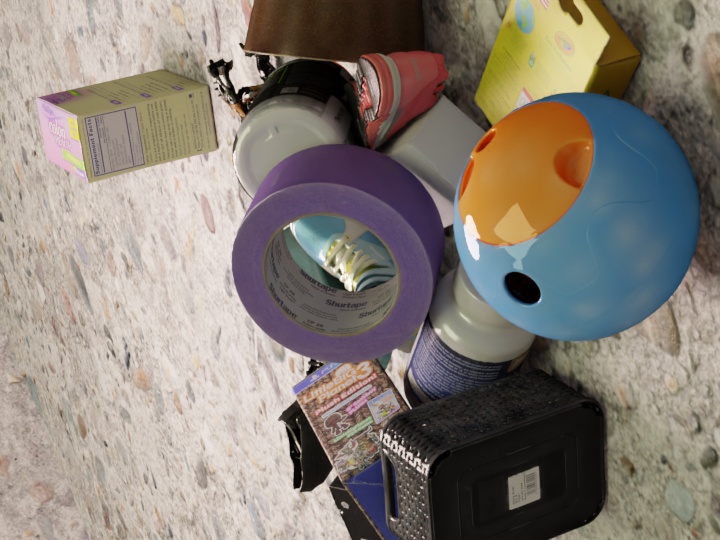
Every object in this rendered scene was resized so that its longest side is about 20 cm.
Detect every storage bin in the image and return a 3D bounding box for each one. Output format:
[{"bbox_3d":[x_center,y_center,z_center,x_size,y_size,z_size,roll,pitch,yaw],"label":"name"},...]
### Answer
[{"bbox_3d":[0.129,0.192,1.527,0.094,0.199,0.136,32,132,56],"label":"storage bin"}]

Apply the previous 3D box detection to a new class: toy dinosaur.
[{"bbox_3d":[-0.129,-0.208,1.965,0.199,0.102,0.136,-5,118,43],"label":"toy dinosaur"}]

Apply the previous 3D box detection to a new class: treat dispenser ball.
[{"bbox_3d":[0.175,-0.044,1.293,0.201,0.200,0.202,42,140,48],"label":"treat dispenser ball"}]

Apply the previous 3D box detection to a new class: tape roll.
[{"bbox_3d":[-0.021,-0.015,1.545,0.085,0.199,0.201,-71,-15,-57],"label":"tape roll"}]

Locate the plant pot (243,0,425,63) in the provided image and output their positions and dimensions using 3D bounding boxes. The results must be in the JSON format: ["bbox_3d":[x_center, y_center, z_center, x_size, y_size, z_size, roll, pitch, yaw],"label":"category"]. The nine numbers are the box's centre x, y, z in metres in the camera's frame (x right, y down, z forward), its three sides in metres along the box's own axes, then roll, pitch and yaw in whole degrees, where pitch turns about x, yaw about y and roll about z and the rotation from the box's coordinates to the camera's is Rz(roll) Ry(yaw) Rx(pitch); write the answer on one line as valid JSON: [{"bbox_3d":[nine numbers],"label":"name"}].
[{"bbox_3d":[-0.017,-0.312,1.596,0.187,0.186,0.201,20,107,60],"label":"plant pot"}]

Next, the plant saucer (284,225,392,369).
[{"bbox_3d":[-0.017,0.027,1.807,0.036,0.200,0.201,-33,70,22],"label":"plant saucer"}]

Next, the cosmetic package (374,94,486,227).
[{"bbox_3d":[0.059,-0.097,1.607,0.101,0.071,0.200,40,158,-13],"label":"cosmetic package"}]

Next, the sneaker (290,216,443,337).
[{"bbox_3d":[0.000,0.000,1.684,0.199,0.131,0.080,32,112,5],"label":"sneaker"}]

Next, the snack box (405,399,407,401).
[{"bbox_3d":[0.110,0.216,1.773,0.201,0.037,0.116,60,153,28],"label":"snack box"}]

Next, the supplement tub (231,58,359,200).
[{"bbox_3d":[-0.058,-0.147,1.649,0.200,0.122,0.123,-74,-18,-64],"label":"supplement tub"}]

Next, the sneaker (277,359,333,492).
[{"bbox_3d":[-0.059,0.172,2.018,0.060,0.104,0.201,5,109,64],"label":"sneaker"}]

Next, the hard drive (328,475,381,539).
[{"bbox_3d":[0.055,0.321,1.833,0.139,0.038,0.201,6,130,38],"label":"hard drive"}]

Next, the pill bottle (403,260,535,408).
[{"bbox_3d":[0.115,0.066,1.589,0.111,0.110,0.201,59,151,29],"label":"pill bottle"}]

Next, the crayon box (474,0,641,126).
[{"bbox_3d":[0.174,-0.179,1.393,0.127,0.051,0.200,60,152,27],"label":"crayon box"}]

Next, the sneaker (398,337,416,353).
[{"bbox_3d":[0.026,-0.002,1.792,0.077,0.078,0.201,-22,-93,-84],"label":"sneaker"}]

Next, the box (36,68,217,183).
[{"bbox_3d":[-0.331,-0.208,2.247,0.176,0.199,0.097,26,127,57],"label":"box"}]

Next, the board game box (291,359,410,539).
[{"bbox_3d":[0.029,0.196,1.657,0.160,0.097,0.200,57,178,-30],"label":"board game box"}]

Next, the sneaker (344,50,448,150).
[{"bbox_3d":[0.039,-0.164,1.531,0.200,0.086,0.074,139,116,-80],"label":"sneaker"}]
